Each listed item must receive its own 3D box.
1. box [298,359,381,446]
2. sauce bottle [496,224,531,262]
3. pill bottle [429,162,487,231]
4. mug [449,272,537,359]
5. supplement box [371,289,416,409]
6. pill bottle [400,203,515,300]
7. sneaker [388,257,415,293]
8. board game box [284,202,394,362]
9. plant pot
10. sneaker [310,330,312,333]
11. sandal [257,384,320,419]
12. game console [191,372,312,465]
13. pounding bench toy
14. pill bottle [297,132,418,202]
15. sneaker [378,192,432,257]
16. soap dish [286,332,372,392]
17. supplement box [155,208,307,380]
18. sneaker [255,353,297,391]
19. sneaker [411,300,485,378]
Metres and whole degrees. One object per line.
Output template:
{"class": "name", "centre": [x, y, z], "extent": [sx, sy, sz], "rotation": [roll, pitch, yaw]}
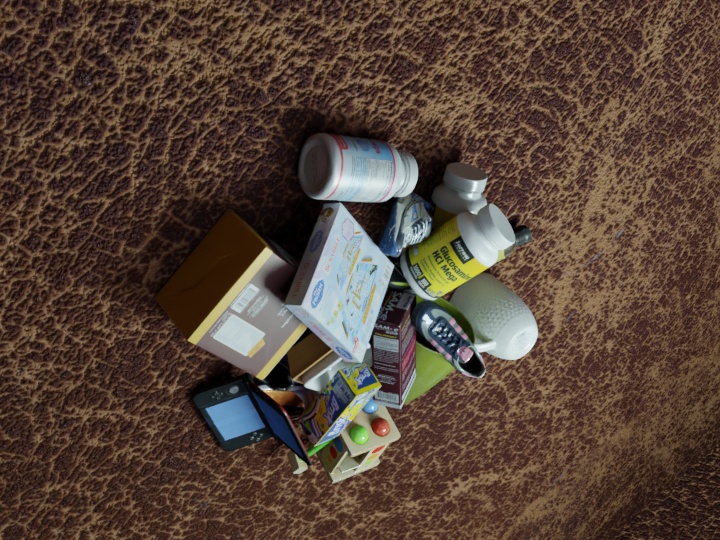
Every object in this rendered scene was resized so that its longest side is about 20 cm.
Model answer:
{"class": "box", "centre": [-0.042, 0.258, 1.619], "extent": [0.070, 0.064, 0.200], "rotation": [-16, 153, -41]}
{"class": "sauce bottle", "centre": [0.284, -0.047, 1.810], "extent": [0.199, 0.065, 0.065], "rotation": [-22, 133, -24]}
{"class": "pill bottle", "centre": [0.185, -0.104, 1.648], "extent": [0.111, 0.111, 0.201], "rotation": [-10, 125, -35]}
{"class": "mug", "centre": [0.280, 0.120, 1.850], "extent": [0.199, 0.175, 0.148], "rotation": [-21, 132, -27]}
{"class": "supplement box", "centre": [0.065, 0.151, 1.599], "extent": [0.109, 0.060, 0.201], "rotation": [-57, 151, -53]}
{"class": "pill bottle", "centre": [0.180, -0.037, 1.554], "extent": [0.200, 0.113, 0.112], "rotation": [-34, 145, 27]}
{"class": "sneaker", "centre": [0.088, 0.026, 1.667], "extent": [0.081, 0.074, 0.200], "rotation": [-52, 158, 16]}
{"class": "board game box", "centre": [-0.030, 0.023, 1.436], "extent": [0.200, 0.041, 0.201], "rotation": [48, 52, -44]}
{"class": "plant pot", "centre": [0.116, 0.180, 1.772], "extent": [0.186, 0.187, 0.201], "rotation": [-4, 134, -38]}
{"class": "sneaker", "centre": [-0.054, 0.039, 1.583], "extent": [0.079, 0.076, 0.201], "rotation": [-12, 138, -22]}
{"class": "sandal", "centre": [-0.142, 0.270, 1.682], "extent": [0.206, 0.059, 0.079], "rotation": [7, 140, -39]}
{"class": "game console", "centre": [-0.204, 0.301, 1.588], "extent": [0.171, 0.119, 0.201], "rotation": [-18, 134, 0]}
{"class": "pounding bench toy", "centre": [-0.044, 0.351, 1.756], "extent": [0.199, 0.125, 0.156], "rotation": [-14, 150, -32]}
{"class": "pill bottle", "centre": [0.000, -0.173, 1.441], "extent": [0.199, 0.109, 0.109], "rotation": [-1, 121, -40]}
{"class": "sneaker", "centre": [0.091, -0.085, 1.517], "extent": [0.085, 0.200, 0.077], "rotation": [24, 126, -3]}
{"class": "soap dish", "centre": [-0.045, 0.159, 1.605], "extent": [0.157, 0.081, 0.200], "rotation": [-37, 160, 5]}
{"class": "supplement box", "centre": [-0.193, 0.044, 1.424], "extent": [0.198, 0.133, 0.200], "rotation": [-49, 139, 1]}
{"class": "sneaker", "centre": [-0.150, 0.197, 1.599], "extent": [0.070, 0.099, 0.200], "rotation": [-54, 142, 8]}
{"class": "sneaker", "centre": [0.174, 0.131, 1.587], "extent": [0.070, 0.082, 0.200], "rotation": [-49, 124, -4]}
